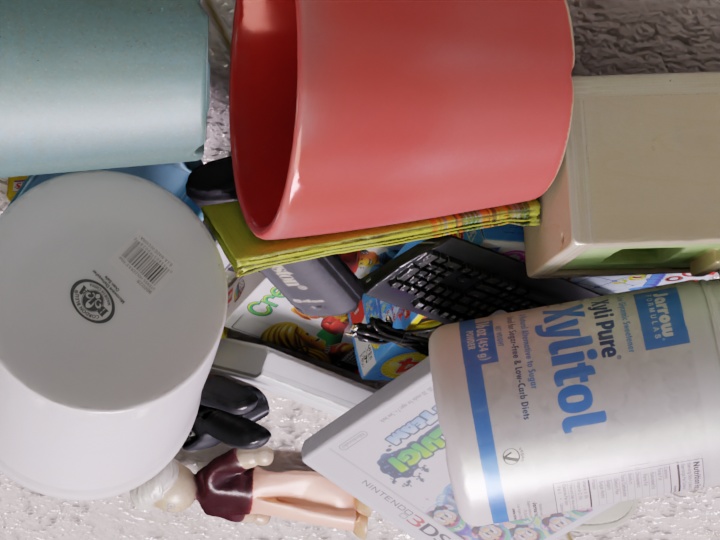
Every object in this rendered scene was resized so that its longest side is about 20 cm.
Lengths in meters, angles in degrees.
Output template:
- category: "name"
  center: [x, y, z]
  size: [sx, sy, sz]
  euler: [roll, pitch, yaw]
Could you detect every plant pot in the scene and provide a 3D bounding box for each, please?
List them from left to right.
- category: "plant pot"
  center: [-0.190, -0.139, 1.429]
  size: [0.195, 0.201, 0.201]
  euler: [0, 145, -7]
- category: "plant pot"
  center: [0.024, -0.115, 1.438]
  size: [0.176, 0.201, 0.201]
  euler: [2, 146, -15]

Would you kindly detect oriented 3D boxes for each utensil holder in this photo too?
- category: "utensil holder"
  center: [-0.175, 0.044, 1.532]
  size: [0.169, 0.171, 0.200]
  euler: [10, 161, -7]

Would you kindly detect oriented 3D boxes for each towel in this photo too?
- category: "towel"
  center: [0.007, -0.035, 1.487]
  size: [0.199, 0.086, 0.018]
  euler: [-10, 117, -15]

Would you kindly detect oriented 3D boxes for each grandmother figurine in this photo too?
- category: "grandmother figurine"
  center: [-0.090, 0.181, 1.959]
  size: [0.199, 0.061, 0.122]
  euler: [4, 136, -3]

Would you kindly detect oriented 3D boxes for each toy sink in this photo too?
- category: "toy sink"
  center: [0.210, -0.055, 1.491]
  size: [0.199, 0.113, 0.130]
  euler: [-2, 171, -10]

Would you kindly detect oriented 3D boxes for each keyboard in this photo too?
- category: "keyboard"
  center: [0.073, 0.031, 1.591]
  size: [0.127, 0.021, 0.200]
  euler: [-31, 146, 32]

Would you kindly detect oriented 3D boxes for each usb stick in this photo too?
- category: "usb stick"
  center: [-0.054, -0.019, 1.589]
  size: [0.055, 0.033, 0.200]
  euler: [-9, 152, 19]

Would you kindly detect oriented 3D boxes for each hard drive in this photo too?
- category: "hard drive"
  center: [-0.010, 0.098, 1.808]
  size: [0.199, 0.026, 0.132]
  euler: [22, 174, -23]

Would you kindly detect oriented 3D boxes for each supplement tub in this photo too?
- category: "supplement tub"
  center: [0.150, 0.083, 1.510]
  size: [0.199, 0.132, 0.132]
  euler: [-11, 143, 3]

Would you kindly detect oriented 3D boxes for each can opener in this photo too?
- category: "can opener"
  center: [-0.105, 0.101, 1.789]
  size: [0.078, 0.064, 0.200]
  euler: [-31, -175, -11]

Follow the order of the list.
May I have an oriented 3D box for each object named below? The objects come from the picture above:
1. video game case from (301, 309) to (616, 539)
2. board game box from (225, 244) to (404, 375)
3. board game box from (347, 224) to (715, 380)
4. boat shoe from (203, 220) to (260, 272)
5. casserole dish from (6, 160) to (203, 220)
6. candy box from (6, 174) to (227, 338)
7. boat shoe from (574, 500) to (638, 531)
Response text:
- category: "video game case"
  center: [0.090, 0.127, 1.654]
  size: [0.182, 0.024, 0.200]
  euler: [37, 127, -25]
- category: "board game box"
  center: [0.000, 0.000, 1.716]
  size: [0.126, 0.035, 0.200]
  euler: [20, 141, -22]
- category: "board game box"
  center: [0.121, 0.010, 1.652]
  size: [0.199, 0.056, 0.196]
  euler: [3, 149, -26]
- category: "boat shoe"
  center: [-0.051, -0.053, 1.625]
  size: [0.066, 0.070, 0.200]
  euler: [11, 145, -22]
- category: "casserole dish"
  center: [-0.179, -0.042, 1.635]
  size: [0.121, 0.039, 0.200]
  euler: [19, 139, -21]
- category: "candy box"
  center: [-0.173, -0.008, 1.733]
  size: [0.102, 0.027, 0.200]
  euler: [-9, 142, 13]
- category: "boat shoe"
  center: [0.114, 0.147, 1.765]
  size: [0.199, 0.073, 0.062]
  euler: [13, 174, -25]
